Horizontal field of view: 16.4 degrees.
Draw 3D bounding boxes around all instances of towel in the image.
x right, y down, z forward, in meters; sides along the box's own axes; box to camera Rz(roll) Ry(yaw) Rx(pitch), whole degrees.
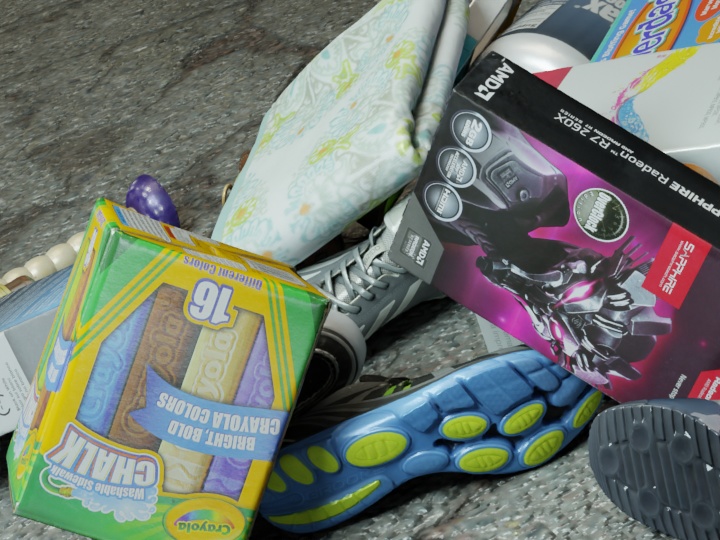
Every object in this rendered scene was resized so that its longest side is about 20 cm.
[{"bbox_3d":[-0.012,-0.087,1.561,0.171,0.048,0.200,-38,23,34],"label":"towel"}]

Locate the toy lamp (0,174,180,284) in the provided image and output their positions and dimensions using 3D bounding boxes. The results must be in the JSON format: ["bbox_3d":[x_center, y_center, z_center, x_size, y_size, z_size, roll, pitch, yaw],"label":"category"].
[{"bbox_3d":[-0.223,-0.003,1.765,0.200,0.058,0.058,-31,25,-28],"label":"toy lamp"}]

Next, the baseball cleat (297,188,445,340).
[{"bbox_3d":[0.000,0.000,1.507,0.200,0.107,0.070,-31,68,-25],"label":"baseball cleat"}]

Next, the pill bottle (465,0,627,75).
[{"bbox_3d":[0.136,-0.114,1.637,0.119,0.120,0.200,-1,29,38],"label":"pill bottle"}]

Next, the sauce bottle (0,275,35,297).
[{"bbox_3d":[-0.291,0.072,1.637,0.199,0.065,0.065,-29,24,-21],"label":"sauce bottle"}]

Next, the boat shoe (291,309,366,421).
[{"bbox_3d":[-0.090,0.083,1.432,0.198,0.074,0.068,-17,25,12],"label":"boat shoe"}]

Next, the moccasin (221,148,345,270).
[{"bbox_3d":[-0.061,-0.029,1.680,0.077,0.074,0.202,-13,31,-6],"label":"moccasin"}]

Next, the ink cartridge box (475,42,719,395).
[{"bbox_3d":[0.170,-0.029,1.375,0.199,0.146,0.145,-8,25,28],"label":"ink cartridge box"}]

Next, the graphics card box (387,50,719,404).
[{"bbox_3d":[0.121,-0.009,1.273,0.200,0.126,0.051,33,44,12],"label":"graphics card box"}]

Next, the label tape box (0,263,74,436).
[{"bbox_3d":[-0.214,0.054,1.524,0.199,0.064,0.144,-23,10,23],"label":"label tape box"}]

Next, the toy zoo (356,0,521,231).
[{"bbox_3d":[0.060,-0.127,1.661,0.200,0.020,0.131,-56,-6,-16],"label":"toy zoo"}]

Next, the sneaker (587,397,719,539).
[{"bbox_3d":[0.204,0.092,1.194,0.199,0.071,0.082,6,16,42],"label":"sneaker"}]

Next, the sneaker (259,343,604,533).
[{"bbox_3d":[0.032,0.077,1.344,0.199,0.071,0.083,-19,28,10],"label":"sneaker"}]

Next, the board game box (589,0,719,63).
[{"bbox_3d":[0.224,-0.132,1.501,0.199,0.045,0.152,-14,33,42],"label":"board game box"}]

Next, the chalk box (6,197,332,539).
[{"bbox_3d":[-0.113,0.081,1.318,0.123,0.201,0.124,20,4,-14],"label":"chalk box"}]
